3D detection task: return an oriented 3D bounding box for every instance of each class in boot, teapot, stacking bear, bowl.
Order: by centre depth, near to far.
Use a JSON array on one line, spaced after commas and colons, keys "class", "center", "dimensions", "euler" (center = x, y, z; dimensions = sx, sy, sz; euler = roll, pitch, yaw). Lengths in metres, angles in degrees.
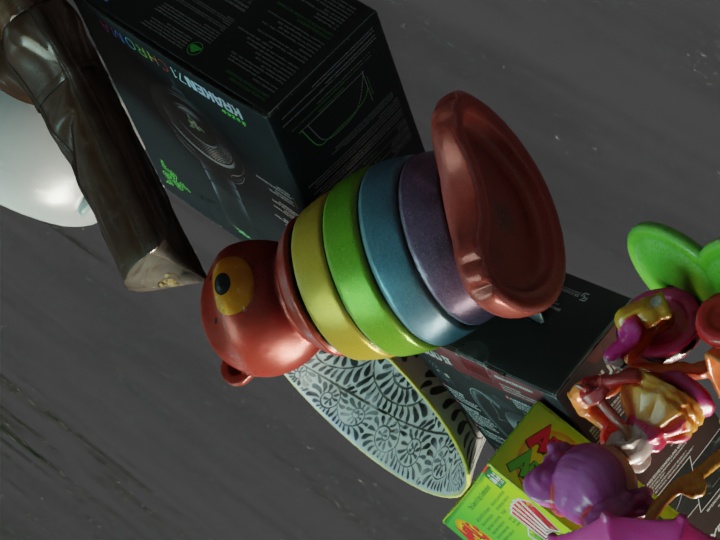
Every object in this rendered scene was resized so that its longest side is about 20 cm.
[{"class": "stacking bear", "center": [0.000, 0.000, 1.479], "dimensions": [0.114, 0.200, 0.122], "euler": [22, -128, -56]}, {"class": "boot", "center": [-0.152, -0.061, 1.590], "dimensions": [0.200, 0.064, 0.186], "euler": [59, 175, 11]}, {"class": "bowl", "center": [0.022, 0.039, 1.702], "dimensions": [0.201, 0.094, 0.201], "euler": [39, 161, 16]}, {"class": "teapot", "center": [-0.211, -0.130, 1.783], "dimensions": [0.200, 0.146, 0.197], "euler": [28, -167, -15]}]

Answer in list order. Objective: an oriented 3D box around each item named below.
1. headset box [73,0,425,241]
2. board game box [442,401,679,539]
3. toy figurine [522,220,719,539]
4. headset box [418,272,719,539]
[{"class": "headset box", "center": [-0.056, -0.093, 1.585], "dimensions": [0.174, 0.093, 0.200], "euler": [34, 160, 33]}, {"class": "board game box", "center": [0.111, 0.142, 1.545], "dimensions": [0.102, 0.048, 0.200], "euler": [39, 165, 5]}, {"class": "toy figurine", "center": [0.154, 0.088, 1.372], "dimensions": [0.200, 0.184, 0.150], "euler": [32, 158, 37]}, {"class": "headset box", "center": [0.122, 0.072, 1.558], "dimensions": [0.149, 0.077, 0.200], "euler": [23, 156, 50]}]
